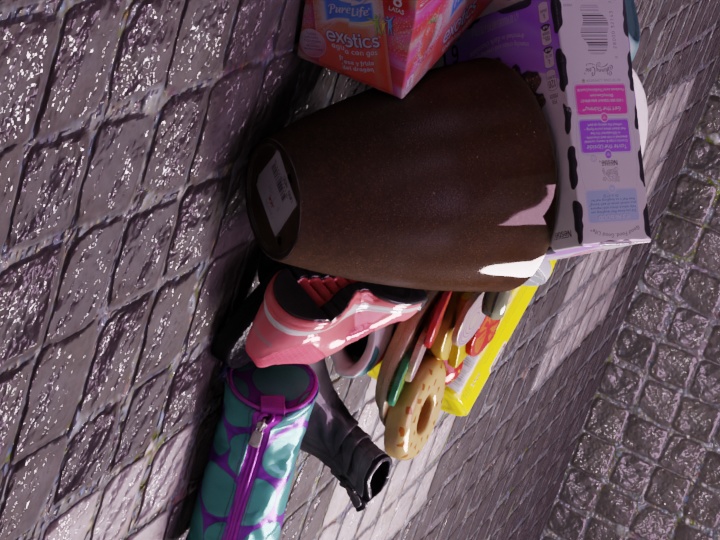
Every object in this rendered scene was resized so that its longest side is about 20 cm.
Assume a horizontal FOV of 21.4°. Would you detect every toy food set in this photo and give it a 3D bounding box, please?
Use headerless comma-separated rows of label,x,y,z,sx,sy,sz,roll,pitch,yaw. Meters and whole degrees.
toy food set,0.077,0.066,1.745,0.200,0.048,0.199,-46,157,-35

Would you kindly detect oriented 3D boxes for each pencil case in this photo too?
pencil case,-0.096,0.171,1.644,0.093,0.085,0.201,-72,177,-60

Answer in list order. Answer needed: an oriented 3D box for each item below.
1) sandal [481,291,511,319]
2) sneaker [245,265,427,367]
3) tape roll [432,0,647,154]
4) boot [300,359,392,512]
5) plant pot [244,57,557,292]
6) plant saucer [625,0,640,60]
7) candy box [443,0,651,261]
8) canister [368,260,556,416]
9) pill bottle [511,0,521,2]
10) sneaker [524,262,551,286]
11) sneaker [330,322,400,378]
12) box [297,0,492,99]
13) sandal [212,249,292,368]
sandal,0.166,-0.043,1.647,0.202,0.057,0.080,-65,175,17
sneaker,-0.026,0.033,1.585,0.200,0.074,0.087,-11,146,-51
tape roll,0.142,-0.132,1.733,0.202,0.139,0.204,-15,121,-27
boot,-0.022,0.134,1.725,0.070,0.132,0.200,-40,157,-14
plant pot,0.019,-0.066,1.477,0.199,0.187,0.188,-7,128,-29
plant saucer,0.199,-0.264,1.611,0.200,0.027,0.201,-18,90,-73
candy box,0.146,-0.110,1.525,0.071,0.167,0.201,-4,86,-30
canister,0.095,0.034,1.974,0.201,0.148,0.087,-59,153,-16
pill bottle,0.193,-0.239,1.882,0.112,0.112,0.200,-59,178,-23
sneaker,0.122,-0.062,1.877,0.073,0.200,0.071,-13,-137,51
sneaker,0.000,0.000,1.665,0.093,0.070,0.201,-52,145,-64
box,0.041,-0.235,1.483,0.200,0.094,0.103,-50,157,-47
sandal,-0.062,-0.011,1.579,0.201,0.048,0.075,-51,160,-7
